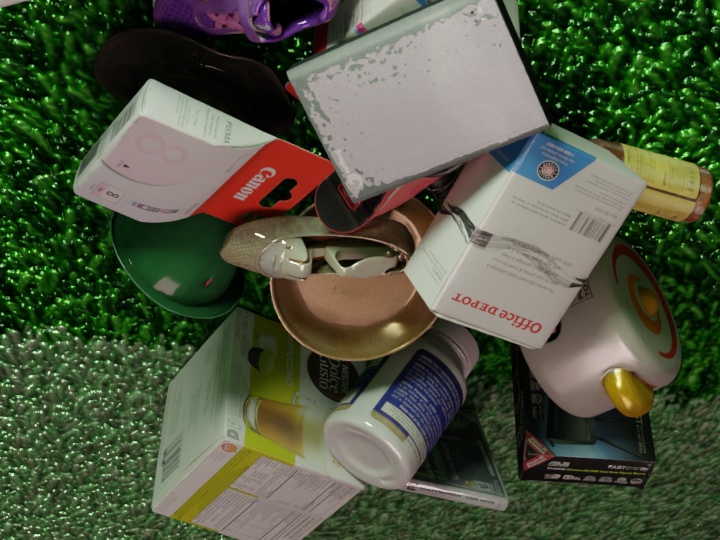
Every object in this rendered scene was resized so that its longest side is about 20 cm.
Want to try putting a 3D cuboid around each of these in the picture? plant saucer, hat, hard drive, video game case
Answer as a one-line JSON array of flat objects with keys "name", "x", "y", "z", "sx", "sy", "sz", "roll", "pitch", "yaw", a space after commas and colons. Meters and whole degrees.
[{"name": "plant saucer", "x": 0.000, "y": 0.000, "z": 1.273, "sx": 0.199, "sy": 0.035, "sz": 0.201, "roll": -5, "pitch": 113, "yaw": -11}, {"name": "hat", "x": -0.167, "y": -0.144, "z": 1.151, "sx": 0.200, "sy": 0.081, "sz": 0.201, "roll": 11, "pitch": 157, "yaw": 5}, {"name": "hard drive", "x": 0.052, "y": -0.156, "z": 1.064, "sx": 0.199, "sy": 0.033, "sz": 0.140, "roll": -20, "pitch": 111, "yaw": 21}, {"name": "hat", "x": -0.136, "y": -0.071, "z": 1.232, "sx": 0.166, "sy": 0.200, "sz": 0.176, "roll": 44, "pitch": 123, "yaw": -8}, {"name": "video game case", "x": 0.084, "y": 0.225, "z": 1.526, "sx": 0.181, "sy": 0.200, "sz": 0.023, "roll": 14, "pitch": 113, "yaw": -13}]

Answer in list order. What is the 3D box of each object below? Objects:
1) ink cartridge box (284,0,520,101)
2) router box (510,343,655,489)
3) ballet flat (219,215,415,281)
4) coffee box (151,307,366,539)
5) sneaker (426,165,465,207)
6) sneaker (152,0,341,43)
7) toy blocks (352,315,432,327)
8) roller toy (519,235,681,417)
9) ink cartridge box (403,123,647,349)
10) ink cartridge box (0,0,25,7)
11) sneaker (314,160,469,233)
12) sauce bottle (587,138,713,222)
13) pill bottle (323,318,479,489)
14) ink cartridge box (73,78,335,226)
[{"name": "ink cartridge box", "x": 0.037, "y": -0.211, "z": 1.115, "sx": 0.200, "sy": 0.067, "sz": 0.116, "roll": -31, "pitch": 129, "yaw": 32}, {"name": "router box", "x": 0.262, "y": 0.157, "z": 1.426, "sx": 0.149, "sy": 0.201, "sz": 0.062, "roll": 4, "pitch": 140, "yaw": -3}, {"name": "ballet flat", "x": -0.040, "y": -0.019, "z": 1.197, "sx": 0.199, "sy": 0.062, "sz": 0.068, "roll": -5, "pitch": 131, "yaw": -10}, {"name": "coffee box", "x": -0.123, "y": 0.204, "z": 1.500, "sx": 0.197, "sy": 0.200, "sz": 0.200, "roll": 23, "pitch": 134, "yaw": -23}, {"name": "sneaker", "x": 0.099, "y": -0.082, "z": 1.224, "sx": 0.075, "sy": 0.116, "sz": 0.200, "roll": -25, "pitch": 133, "yaw": 28}, {"name": "sneaker", "x": -0.100, "y": -0.241, "z": 1.072, "sx": 0.199, "sy": 0.089, "sz": 0.081, "roll": -10, "pitch": 140, "yaw": 17}, {"name": "toy blocks", "x": 0.048, "y": -0.001, "z": 1.349, "sx": 0.136, "sy": 0.100, "sz": 0.200, "roll": -20, "pitch": 128, "yaw": 8}, {"name": "roller toy", "x": 0.267, "y": 0.059, "z": 1.326, "sx": 0.140, "sy": 0.200, "sz": 0.183, "roll": -29, "pitch": 98, "yaw": 29}, {"name": "ink cartridge box", "x": 0.156, "y": -0.040, "z": 1.157, "sx": 0.144, "sy": 0.084, "sz": 0.200, "roll": 20, "pitch": 110, "yaw": -29}, {"name": "ink cartridge box", "x": -0.249, "y": -0.321, "z": 0.941, "sx": 0.199, "sy": 0.147, "sz": 0.146, "roll": -10, "pitch": 138, "yaw": 15}, {"name": "sneaker", "x": 0.046, "y": -0.110, "z": 1.158, "sx": 0.200, "sy": 0.087, "sz": 0.074, "roll": -31, "pitch": 89, "yaw": 21}, {"name": "sauce bottle", "x": 0.264, "y": -0.102, "z": 1.235, "sx": 0.199, "sy": 0.066, "sz": 0.066, "roll": 16, "pitch": 137, "yaw": -13}, {"name": "pill bottle", "x": 0.056, "y": 0.149, "z": 1.415, "sx": 0.119, "sy": 0.200, "sz": 0.120, "roll": 25, "pitch": 143, "yaw": 21}, {"name": "ink cartridge box", "x": -0.147, "y": -0.086, "z": 1.122, "sx": 0.200, "sy": 0.057, "sz": 0.162, "roll": 27, "pitch": 144, "yaw": -23}]
